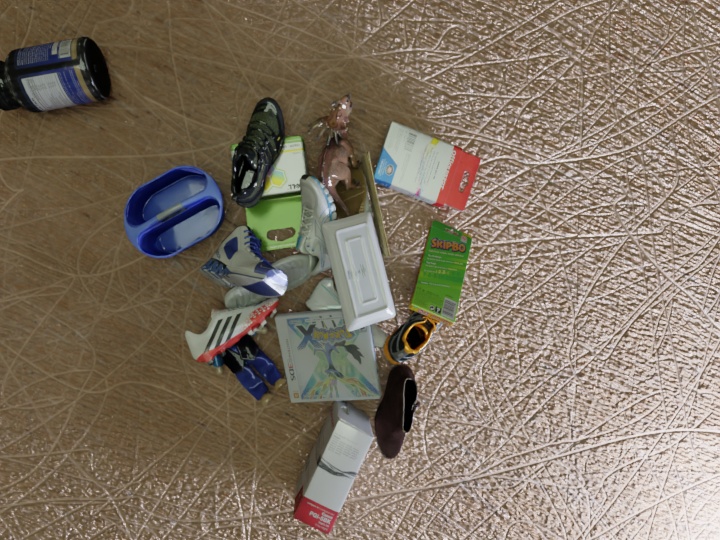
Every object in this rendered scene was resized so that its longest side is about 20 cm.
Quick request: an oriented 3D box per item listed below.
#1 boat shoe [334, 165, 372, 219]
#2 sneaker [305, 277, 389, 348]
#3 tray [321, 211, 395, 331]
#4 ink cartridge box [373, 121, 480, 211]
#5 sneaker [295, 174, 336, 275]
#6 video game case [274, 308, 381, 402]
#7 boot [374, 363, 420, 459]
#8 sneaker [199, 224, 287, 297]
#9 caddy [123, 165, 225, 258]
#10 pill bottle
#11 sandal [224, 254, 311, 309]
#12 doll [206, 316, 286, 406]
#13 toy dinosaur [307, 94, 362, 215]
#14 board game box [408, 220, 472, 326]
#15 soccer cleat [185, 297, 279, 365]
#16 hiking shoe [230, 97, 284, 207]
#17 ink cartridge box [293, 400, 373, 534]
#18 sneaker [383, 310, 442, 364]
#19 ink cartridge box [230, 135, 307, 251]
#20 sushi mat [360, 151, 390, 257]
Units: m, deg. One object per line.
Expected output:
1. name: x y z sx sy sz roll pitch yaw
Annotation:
1. boat shoe: -0.009 -0.108 1.101 0.068 0.069 0.208 -8 74 17
2. sneaker: -0.013 0.088 1.105 0.196 0.070 0.082 32 88 -4
3. tray: 0.000 0.000 1.020 0.104 0.022 0.208 -15 91 -19
4. ink cartridge box: 0.130 -0.205 1.102 0.193 0.067 0.120 21 92 -4
5. sneaker: -0.090 -0.079 1.039 0.085 0.074 0.206 -31 124 -28
6. video game case: -0.064 0.170 1.084 0.192 0.022 0.190 -6 104 14
7. boot: 0.070 0.290 1.069 0.069 0.166 0.209 7 92 -3
8. sneaker: -0.215 -0.027 1.036 0.194 0.081 0.118 10 67 35
9. caddy: -0.357 -0.112 1.057 0.195 0.105 0.145 -28 95 -2
10. pill bottle: -0.589 -0.365 1.031 0.192 0.112 0.117 -11 93 -3
11. sandal: -0.186 0.012 1.098 0.197 0.084 0.050 -26 51 -8
12. doll: -0.235 0.168 1.105 0.136 0.048 0.200 -44 90 -4
13. toy dinosaur: -0.053 -0.212 1.034 0.082 0.136 0.208 -1 74 16
14. board game box: 0.163 0.001 1.095 0.093 0.030 0.206 21 64 -5
15. soccer cleat: -0.246 0.099 1.061 0.198 0.069 0.086 -37 89 -20
16. hiking shoe: -0.186 -0.216 0.991 0.073 0.101 0.208 15 91 -4
17. ink cartridge box: -0.054 0.377 1.075 0.081 0.147 0.206 25 92 -5
18. sneaker: 0.129 0.106 1.090 0.078 0.077 0.201 43 66 -8
19. ink cartridge box: -0.169 -0.148 1.082 0.142 0.076 0.209 -8 91 -3
20. sushi mat: 0.029 -0.130 1.085 0.012 0.096 0.208 -12 93 -2
